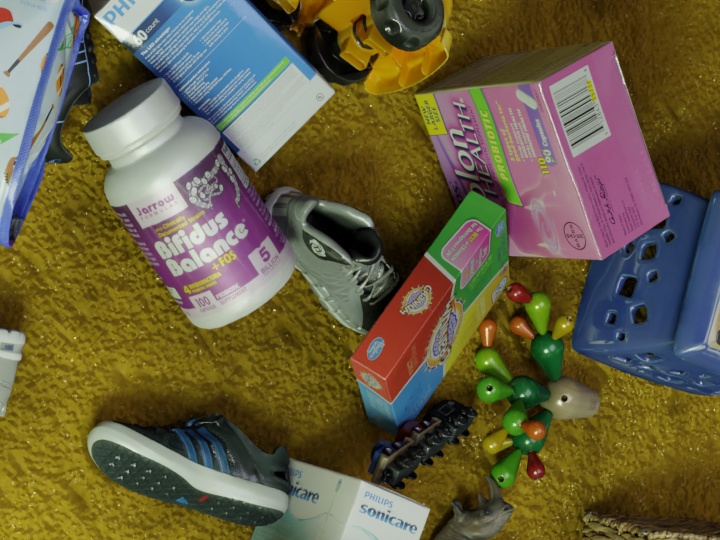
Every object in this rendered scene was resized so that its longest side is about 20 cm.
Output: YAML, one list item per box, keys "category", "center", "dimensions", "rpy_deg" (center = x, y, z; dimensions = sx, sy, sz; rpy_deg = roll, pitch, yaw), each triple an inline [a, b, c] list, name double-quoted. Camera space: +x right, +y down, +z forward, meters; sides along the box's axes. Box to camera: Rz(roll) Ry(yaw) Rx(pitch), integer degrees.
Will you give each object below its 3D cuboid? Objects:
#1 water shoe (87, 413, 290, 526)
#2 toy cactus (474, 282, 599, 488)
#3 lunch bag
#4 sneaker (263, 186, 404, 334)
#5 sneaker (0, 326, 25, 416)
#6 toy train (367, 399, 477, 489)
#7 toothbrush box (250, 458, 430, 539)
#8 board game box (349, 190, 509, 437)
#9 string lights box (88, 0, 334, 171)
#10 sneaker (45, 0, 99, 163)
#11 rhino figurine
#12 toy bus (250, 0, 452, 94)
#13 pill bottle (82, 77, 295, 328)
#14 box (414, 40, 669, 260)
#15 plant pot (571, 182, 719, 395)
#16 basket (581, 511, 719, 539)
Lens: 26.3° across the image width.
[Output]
- category: "water shoe"
  center: [-0.152, 0.163, 1.367]
  dimensions: [0.199, 0.071, 0.079]
  rpy_deg: [28, 50, -28]
- category: "toy cactus"
  center: [0.186, 0.121, 1.558]
  dimensions: [0.164, 0.102, 0.202]
  rpy_deg: [12, 77, -41]
- category: "lunch bag"
  center: [-0.315, -0.134, 1.175]
  dimensions: [0.169, 0.124, 0.202]
  rpy_deg: [16, 89, -2]
- category: "sneaker"
  center: [0.000, 0.000, 1.413]
  dimensions: [0.200, 0.115, 0.075]
  rpy_deg: [40, 72, -27]
- category: "sneaker"
  center: [-0.360, 0.081, 1.216]
  dimensions: [0.199, 0.075, 0.083]
  rpy_deg: [4, 88, -33]
- category: "toy train"
  center: [0.057, 0.159, 1.451]
  dimensions: [0.200, 0.046, 0.034]
  rpy_deg: [-25, 141, -62]
- category: "toothbrush box"
  center: [-0.040, 0.282, 1.384]
  dimensions: [0.085, 0.146, 0.201]
  rpy_deg: [25, 78, -31]
- category: "board game box"
  center: [0.070, 0.044, 1.450]
  dimensions: [0.201, 0.040, 0.153]
  rpy_deg: [-54, 159, -18]
- category: "string lights box"
  center: [-0.128, -0.193, 1.337]
  dimensions: [0.103, 0.059, 0.200]
  rpy_deg: [-43, 115, 5]
- category: "sneaker"
  center: [-0.248, -0.187, 1.272]
  dimensions: [0.077, 0.070, 0.202]
  rpy_deg: [17, 92, -18]
- category: "rhino figurine"
  center: [0.104, 0.301, 1.516]
  dimensions: [0.087, 0.060, 0.202]
  rpy_deg: [11, 84, 12]
- category: "toy bus"
  center: [-0.002, -0.289, 1.400]
  dimensions: [0.199, 0.135, 0.193]
  rpy_deg: [31, 63, -26]
- category: "pill bottle"
  center: [-0.149, -0.059, 1.320]
  dimensions: [0.112, 0.112, 0.201]
  rpy_deg: [-42, 112, -23]
- category: "box"
  center: [0.169, -0.111, 1.463]
  dimensions: [0.096, 0.199, 0.177]
  rpy_deg: [-30, 108, -27]
- category: "plant pot"
  center: [0.365, 0.022, 1.605]
  dimensions: [0.199, 0.179, 0.202]
  rpy_deg: [20, 82, -30]
- category: "basket"
  center: [0.338, 0.341, 1.623]
  dimensions: [0.199, 0.142, 0.150]
  rpy_deg: [10, 86, -31]
